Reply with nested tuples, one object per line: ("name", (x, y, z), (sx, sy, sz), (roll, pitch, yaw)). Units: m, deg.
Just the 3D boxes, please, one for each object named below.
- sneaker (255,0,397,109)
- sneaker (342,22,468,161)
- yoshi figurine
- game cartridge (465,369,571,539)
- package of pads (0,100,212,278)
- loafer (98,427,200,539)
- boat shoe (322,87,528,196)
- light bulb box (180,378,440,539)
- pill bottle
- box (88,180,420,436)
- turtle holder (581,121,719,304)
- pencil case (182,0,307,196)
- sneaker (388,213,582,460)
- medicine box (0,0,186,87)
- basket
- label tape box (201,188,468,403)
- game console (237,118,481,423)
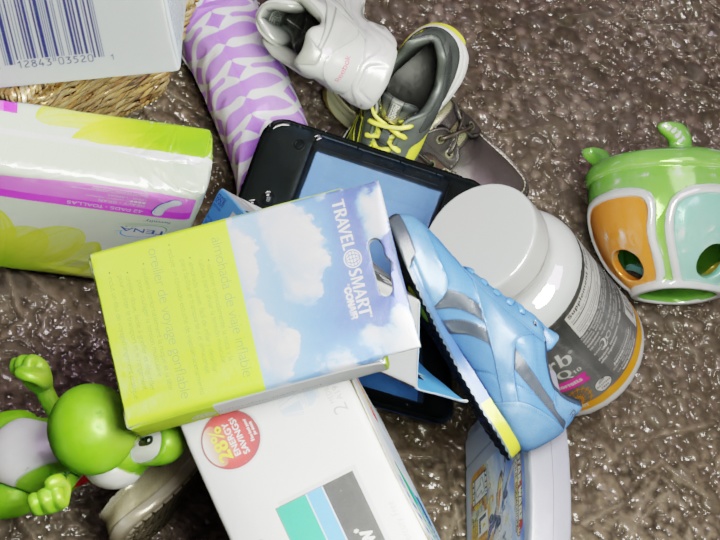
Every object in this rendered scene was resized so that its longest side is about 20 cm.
("sneaker", (-0.044, -0.203, 1.666), (0.099, 0.078, 0.200), (19, 15, -28))
("sneaker", (0.019, -0.112, 1.671), (0.074, 0.085, 0.201), (25, 94, 9))
("yoshi figurine", (-0.219, 0.120, 1.431), (0.113, 0.199, 0.112), (67, 26, -14))
("game cartridge", (0.117, 0.180, 1.555), (0.041, 0.133, 0.201), (8, 59, -12))
("package of pads", (-0.222, -0.056, 1.558), (0.199, 0.155, 0.069), (8, 60, -13))
("loafer", (-0.141, 0.124, 1.538), (0.068, 0.076, 0.200), (34, 47, 4))
("boat shoe", (0.059, -0.115, 1.740), (0.199, 0.065, 0.073), (32, 55, -1))
("light bulb box", (-0.017, 0.182, 1.449), (0.124, 0.200, 0.199), (-26, 72, -1))
("pill bottle", (0.133, 0.023, 1.601), (0.200, 0.116, 0.117), (44, 38, -48))
("box", (-0.069, 0.025, 1.369), (0.199, 0.048, 0.123), (-15, 78, 1))
("turtle holder", (0.272, -0.039, 1.746), (0.185, 0.140, 0.133), (19, 65, -56))
("pencil case", (-0.096, -0.139, 1.694), (0.085, 0.084, 0.201), (-27, 67, 8))
("sneaker", (0.088, 0.036, 1.487), (0.078, 0.066, 0.201), (-32, 99, -4))
("medicine box", (-0.225, -0.232, 1.546), (0.181, 0.103, 0.201), (-6, 38, 3))
("basket", (-0.247, -0.186, 1.626), (0.200, 0.149, 0.143), (-34, 77, -30))
("label tape box", (-0.016, 0.019, 1.500), (0.199, 0.143, 0.066), (23, 95, -17))
("game console", (0.000, 0.000, 1.606), (0.199, 0.172, 0.118), (16, 14, -21))
